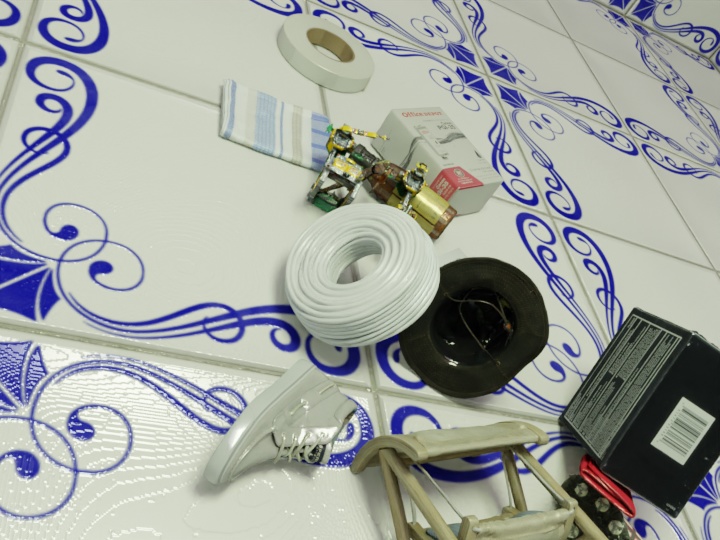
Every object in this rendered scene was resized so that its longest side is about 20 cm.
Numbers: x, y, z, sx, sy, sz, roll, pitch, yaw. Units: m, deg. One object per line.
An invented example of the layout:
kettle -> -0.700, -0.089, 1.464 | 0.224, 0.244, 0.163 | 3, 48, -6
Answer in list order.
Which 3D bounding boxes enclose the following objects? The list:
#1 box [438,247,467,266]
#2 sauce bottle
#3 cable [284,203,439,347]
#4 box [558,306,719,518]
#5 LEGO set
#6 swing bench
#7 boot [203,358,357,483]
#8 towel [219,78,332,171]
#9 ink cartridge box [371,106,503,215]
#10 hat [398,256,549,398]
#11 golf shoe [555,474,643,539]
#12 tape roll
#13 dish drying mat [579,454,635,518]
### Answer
box -> 0.162, 0.066, 1.097 | 0.155, 0.041, 0.200 | -20, 63, -47
sauce bottle -> 0.065, -0.134, 1.211 | 0.199, 0.066, 0.066 | 40, 38, 2
cable -> 0.000, 0.000, 0.936 | 0.070, 0.197, 0.202 | 61, 20, -44
box -> 0.385, 0.174, 0.965 | 0.122, 0.201, 0.198 | 33, 6, -4
LEGO set -> 0.017, -0.137, 1.098 | 0.199, 0.116, 0.155 | 36, 70, -6
swing bench -> 0.126, 0.253, 0.802 | 0.197, 0.130, 0.202 | 2, 48, -35
boot -> -0.073, 0.173, 0.778 | 0.095, 0.074, 0.200 | 34, 36, 10
towel -> -0.135, -0.236, 1.202 | 0.198, 0.024, 0.148 | 17, 42, -22
ink cartridge box -> 0.135, -0.196, 1.313 | 0.145, 0.083, 0.201 | -15, 60, -44
hat -> 0.146, 0.063, 0.978 | 0.199, 0.202, 0.081 | 30, 21, -6
golf shoe -> 0.318, 0.347, 0.911 | 0.201, 0.077, 0.088 | 54, 10, 34
tape roll -> -0.065, -0.426, 1.441 | 0.200, 0.037, 0.204 | 21, 40, -18
dish drying mat -> 0.311, 0.265, 0.928 | 0.077, 0.018, 0.200 | 41, 5, 19
